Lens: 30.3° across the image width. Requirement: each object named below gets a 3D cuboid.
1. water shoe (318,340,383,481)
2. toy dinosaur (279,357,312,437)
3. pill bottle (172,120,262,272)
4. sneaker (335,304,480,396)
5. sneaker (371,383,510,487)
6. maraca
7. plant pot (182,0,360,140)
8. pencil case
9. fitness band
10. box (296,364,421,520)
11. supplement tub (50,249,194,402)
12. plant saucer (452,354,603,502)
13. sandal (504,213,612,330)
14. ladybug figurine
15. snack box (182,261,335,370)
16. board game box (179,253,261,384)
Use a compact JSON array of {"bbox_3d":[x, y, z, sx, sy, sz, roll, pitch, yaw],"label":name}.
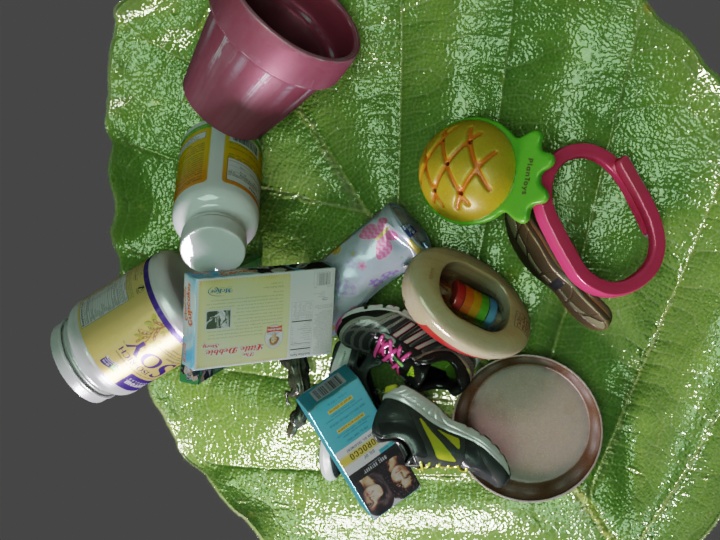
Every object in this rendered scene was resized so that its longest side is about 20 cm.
[{"bbox_3d":[-0.010,0.194,1.797,0.078,0.072,0.202,8,104,4],"label":"water shoe"},{"bbox_3d":[-0.090,0.122,1.791,0.047,0.088,0.202,-6,83,-10],"label":"toy dinosaur"},{"bbox_3d":[-0.184,-0.093,1.708,0.110,0.201,0.112,-1,134,-1],"label":"pill bottle"},{"bbox_3d":[0.062,0.109,1.730,0.199,0.088,0.074,18,129,-7],"label":"sneaker"},{"bbox_3d":[0.100,0.231,1.723,0.199,0.075,0.085,34,71,1],"label":"sneaker"},{"bbox_3d":[0.155,-0.123,1.668,0.199,0.107,0.138,9,92,40],"label":"maraca"},{"bbox_3d":[-0.128,-0.272,1.690,0.200,0.200,0.179,43,121,3],"label":"plant pot"},{"bbox_3d":[0.000,0.000,1.754,0.200,0.083,0.091,-38,98,16],"label":"pencil case"},{"bbox_3d":[0.297,-0.064,1.664,0.143,0.037,0.201,-29,91,-15],"label":"fitness band"},{"bbox_3d":[-0.001,0.228,1.758,0.082,0.049,0.201,-34,118,-9],"label":"box"},{"bbox_3d":[-0.304,0.079,1.805,0.199,0.145,0.146,-31,92,16],"label":"supplement tub"},{"bbox_3d":[0.222,0.206,1.764,0.199,0.034,0.202,2,101,12],"label":"plant saucer"},{"bbox_3d":[0.257,-0.010,1.702,0.054,0.080,0.200,-43,92,-17],"label":"sandal"},{"bbox_3d":[0.131,0.050,1.709,0.199,0.136,0.072,30,141,-21],"label":"ladybug figurine"},{"bbox_3d":[-0.125,0.055,1.664,0.037,0.199,0.117,21,112,54],"label":"snack box"},{"bbox_3d":[-0.180,0.060,1.744,0.029,0.200,0.136,8,101,15],"label":"board game box"}]
